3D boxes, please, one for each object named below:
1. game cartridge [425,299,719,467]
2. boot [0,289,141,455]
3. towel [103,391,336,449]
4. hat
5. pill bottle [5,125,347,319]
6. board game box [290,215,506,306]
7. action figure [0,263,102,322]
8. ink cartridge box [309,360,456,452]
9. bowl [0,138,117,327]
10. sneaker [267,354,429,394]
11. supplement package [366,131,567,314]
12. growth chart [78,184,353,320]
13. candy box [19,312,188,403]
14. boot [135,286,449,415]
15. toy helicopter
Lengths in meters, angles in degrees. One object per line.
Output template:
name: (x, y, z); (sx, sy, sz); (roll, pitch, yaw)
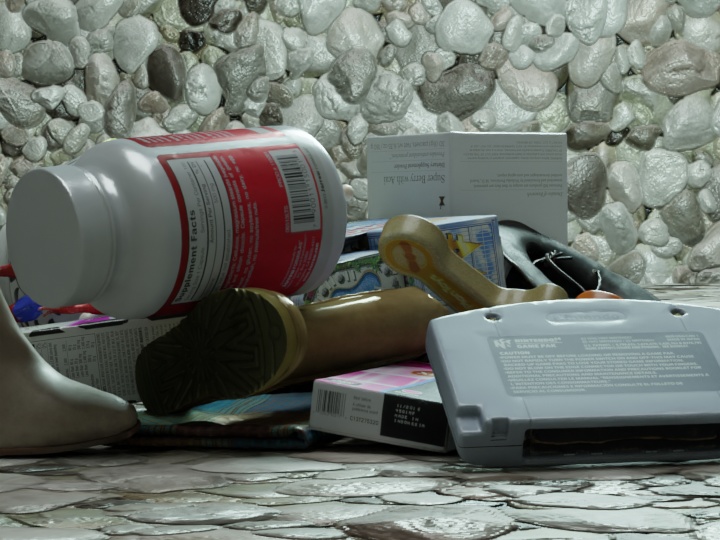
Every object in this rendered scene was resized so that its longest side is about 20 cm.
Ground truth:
game cartridge: (0.143, 0.064, 1.347); (0.199, 0.042, 0.133); (-1, 26, -9)
boot: (-0.239, 0.036, 1.408); (0.199, 0.147, 0.070); (-3, 12, 16)
towel: (-0.074, 0.096, 1.501); (0.146, 0.022, 0.200); (-1, 2, 15)
hat: (0.157, 0.043, 1.699); (0.200, 0.081, 0.201); (29, 13, -7)
pill bottle: (-0.115, -0.029, 1.422); (0.199, 0.113, 0.112); (-8, 6, -40)
board game box: (0.000, 0.000, 1.666); (0.199, 0.062, 0.199); (-12, 5, -41)
action figure: (-0.199, 0.003, 1.601); (0.199, 0.066, 0.052); (-9, -23, 23)
ink cartridge box: (0.052, 0.085, 1.464); (0.094, 0.037, 0.200); (8, 4, 24)
bowl: (-0.225, 0.002, 1.756); (0.094, 0.202, 0.201); (-5, 1, 14)
sneaker: (-0.027, 0.069, 1.690); (0.198, 0.071, 0.083); (-5, 11, -2)
supplement package: (0.085, -0.009, 1.809); (0.119, 0.202, 0.121); (-2, 2, -34)
growth chart: (-0.110, -0.011, 1.679); (0.144, 0.018, 0.200); (-21, 7, 39)
candy box: (-0.209, 0.066, 1.545); (0.199, 0.061, 0.136); (-7, 1, -5)
boot: (-0.024, 0.038, 1.453); (0.199, 0.067, 0.175); (-9, -5, -37)
toy helicopter: (0.085, 0.031, 1.571); (0.200, 0.079, 0.132); (39, -38, -21)
